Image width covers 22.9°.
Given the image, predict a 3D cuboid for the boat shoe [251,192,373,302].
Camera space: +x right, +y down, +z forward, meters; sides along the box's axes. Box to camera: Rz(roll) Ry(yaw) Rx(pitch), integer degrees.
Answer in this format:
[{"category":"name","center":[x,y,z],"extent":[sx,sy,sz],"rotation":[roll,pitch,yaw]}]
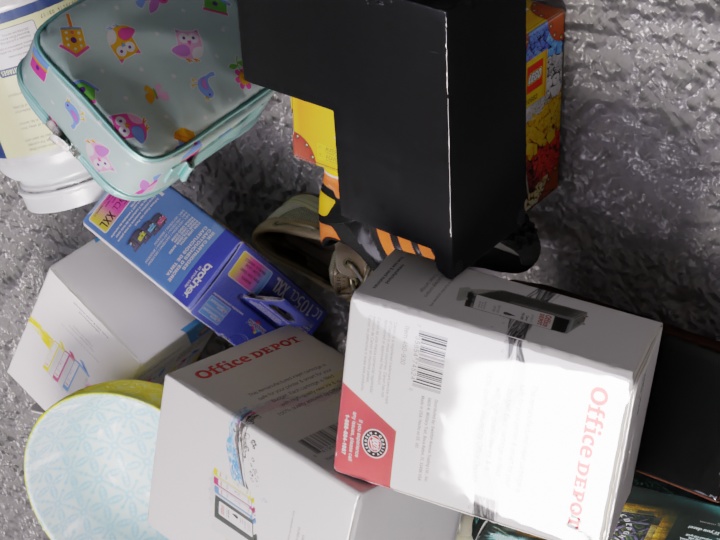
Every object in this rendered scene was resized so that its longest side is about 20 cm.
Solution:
[{"category":"boat shoe","center":[0.000,0.000,1.458],"extent":[0.199,0.065,0.072],"rotation":[28,132,28]}]

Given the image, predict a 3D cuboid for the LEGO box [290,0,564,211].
[{"category":"LEGO box","center":[0.045,-0.136,1.314],"extent":[0.199,0.077,0.150],"rotation":[22,129,31]}]

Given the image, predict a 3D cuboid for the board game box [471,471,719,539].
[{"category":"board game box","center":[0.198,0.188,1.343],"extent":[0.199,0.028,0.135],"rotation":[14,142,-9]}]

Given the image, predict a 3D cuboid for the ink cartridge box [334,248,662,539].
[{"category":"ink cartridge box","center":[0.093,0.087,1.210],"extent":[0.199,0.083,0.147],"rotation":[16,120,17]}]

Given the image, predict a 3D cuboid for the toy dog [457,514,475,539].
[{"category":"toy dog","center":[0.068,0.132,1.456],"extent":[0.200,0.139,0.195],"rotation":[-53,47,49]}]

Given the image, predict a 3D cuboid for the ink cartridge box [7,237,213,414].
[{"category":"ink cartridge box","center":[-0.231,0.067,1.673],"extent":[0.125,0.128,0.200],"rotation":[44,139,10]}]

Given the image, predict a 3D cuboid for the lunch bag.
[{"category":"lunch bag","center":[-0.163,-0.150,1.405],"extent":[0.161,0.200,0.077],"rotation":[50,141,1]}]

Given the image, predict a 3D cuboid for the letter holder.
[{"category":"letter holder","center":[0.210,0.085,1.310],"extent":[0.199,0.142,0.101],"rotation":[19,97,29]}]

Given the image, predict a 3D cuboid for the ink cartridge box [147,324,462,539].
[{"category":"ink cartridge box","center":[-0.040,0.160,1.359],"extent":[0.200,0.147,0.145],"rotation":[29,121,33]}]

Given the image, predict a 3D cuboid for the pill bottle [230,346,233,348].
[{"category":"pill bottle","center":[-0.053,0.153,1.576],"extent":[0.112,0.112,0.201],"rotation":[-20,102,48]}]

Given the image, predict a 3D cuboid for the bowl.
[{"category":"bowl","center":[-0.184,0.173,1.573],"extent":[0.199,0.108,0.201],"rotation":[9,116,18]}]

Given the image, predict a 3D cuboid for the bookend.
[{"category":"bookend","center":[0.010,-0.126,1.225],"extent":[0.198,0.092,0.201],"rotation":[21,130,34]}]

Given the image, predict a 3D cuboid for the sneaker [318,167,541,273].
[{"category":"sneaker","center":[0.050,-0.024,1.377],"extent":[0.199,0.070,0.090],"rotation":[25,117,30]}]

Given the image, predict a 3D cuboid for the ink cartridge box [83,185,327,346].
[{"category":"ink cartridge box","center":[-0.121,0.005,1.486],"extent":[0.200,0.076,0.136],"rotation":[38,178,41]}]

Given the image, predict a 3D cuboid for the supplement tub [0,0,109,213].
[{"category":"supplement tub","center":[-0.265,-0.165,1.531],"extent":[0.145,0.145,0.201],"rotation":[0,117,43]}]
